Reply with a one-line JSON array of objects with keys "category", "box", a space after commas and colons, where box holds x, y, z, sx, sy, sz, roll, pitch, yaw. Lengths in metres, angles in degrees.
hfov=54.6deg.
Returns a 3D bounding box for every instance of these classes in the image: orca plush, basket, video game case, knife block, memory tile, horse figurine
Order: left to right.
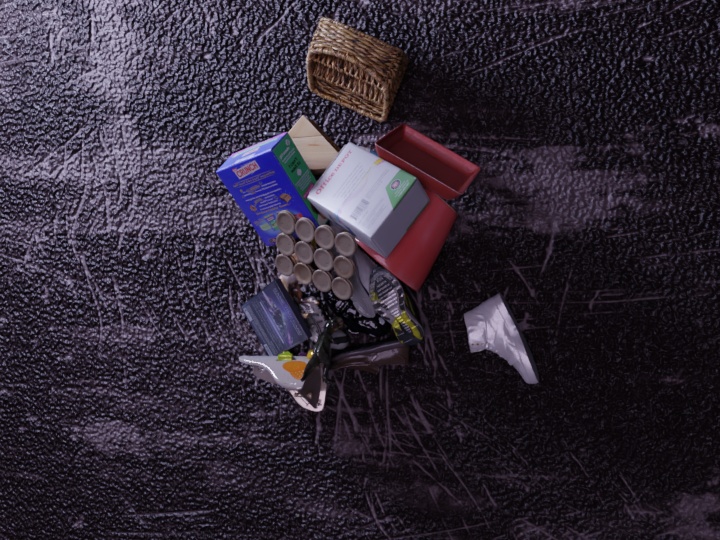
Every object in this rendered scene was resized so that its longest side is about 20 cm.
[{"category": "video game case", "box": [-0.191, 0.112, 1.556, 0.199, 0.019, 0.145, -32, 88, 53]}, {"category": "knife block", "box": [-0.135, -0.229, 1.493, 0.176, 0.064, 0.200, -47, 74, 15]}, {"category": "horse figurine", "box": [-0.132, 0.018, 1.517, 0.131, 0.050, 0.204, 28, 103, 31]}, {"category": "memory tile", "box": [-0.093, -0.031, 1.429, 0.197, 0.017, 0.156, 21, 124, 25]}, {"category": "orca plush", "box": [-0.021, 0.080, 1.547, 0.105, 0.071, 0.201, -40, 87, 14]}, {"category": "basket", "box": [-0.016, -0.414, 1.449, 0.197, 0.143, 0.152, 26, 101, 9]}]

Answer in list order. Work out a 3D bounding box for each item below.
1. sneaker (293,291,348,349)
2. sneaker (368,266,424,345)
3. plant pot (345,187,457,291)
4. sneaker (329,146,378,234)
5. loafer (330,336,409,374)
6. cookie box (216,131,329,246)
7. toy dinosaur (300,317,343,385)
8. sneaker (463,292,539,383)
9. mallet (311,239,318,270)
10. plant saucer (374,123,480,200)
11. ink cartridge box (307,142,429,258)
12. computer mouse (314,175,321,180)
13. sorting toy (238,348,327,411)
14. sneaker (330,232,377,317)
[{"category": "sneaker", "box": [-0.103, 0.098, 1.566, 0.198, 0.076, 0.089, 33, 103, 7]}, {"category": "sneaker", "box": [0.069, 0.069, 1.490, 0.073, 0.085, 0.202, -23, 118, 8]}, {"category": "plant pot", "box": [0.095, -0.089, 1.449, 0.199, 0.200, 0.178, 39, 95, 5]}, {"category": "sneaker", "box": [-0.013, -0.166, 1.512, 0.079, 0.076, 0.204, 18, 100, 17]}, {"category": "loafer", "box": [0.020, 0.200, 1.551, 0.196, 0.073, 0.073, -13, 94, 15]}, {"category": "cookie box", "box": [-0.176, -0.165, 1.460, 0.168, 0.076, 0.202, -11, 123, 36]}, {"category": "toy dinosaur", "box": [-0.079, 0.189, 1.481, 0.047, 0.201, 0.089, -8, 124, 28]}, {"category": "sneaker", "box": [0.294, 0.164, 1.490, 0.114, 0.073, 0.203, -28, 80, 16]}, {"category": "mallet", "box": [-0.104, -0.088, 1.551, 0.065, 0.041, 0.204, 17, 107, 14]}, {"category": "plant saucer", "box": [0.136, -0.217, 1.419, 0.197, 0.200, 0.037, 30, 120, 7]}, {"category": "ink cartridge box", "box": [0.013, -0.141, 1.361, 0.199, 0.088, 0.146, 34, 83, 36]}, {"category": "computer mouse", "box": [-0.136, -0.188, 1.551, 0.135, 0.053, 0.205, 5, 98, 11]}, {"category": "sorting toy", "box": [-0.175, 0.227, 1.557, 0.176, 0.201, 0.109, 8, 68, 14]}, {"category": "sneaker", "box": [0.000, 0.000, 1.498, 0.076, 0.080, 0.203, 8, 130, 48]}]
